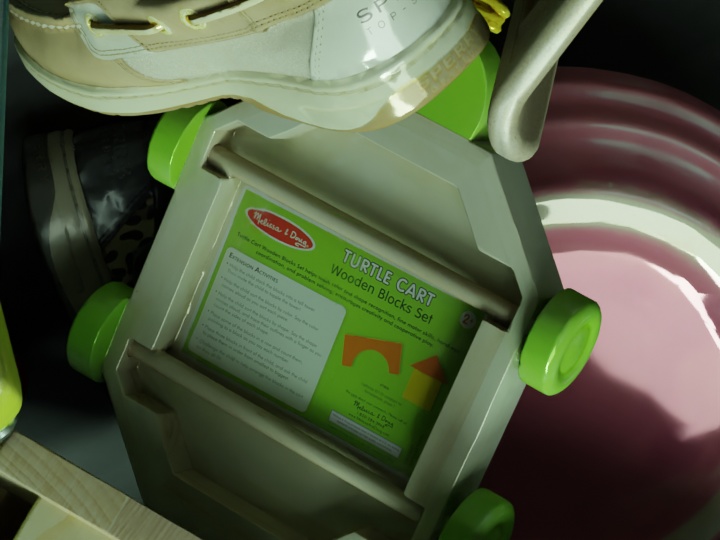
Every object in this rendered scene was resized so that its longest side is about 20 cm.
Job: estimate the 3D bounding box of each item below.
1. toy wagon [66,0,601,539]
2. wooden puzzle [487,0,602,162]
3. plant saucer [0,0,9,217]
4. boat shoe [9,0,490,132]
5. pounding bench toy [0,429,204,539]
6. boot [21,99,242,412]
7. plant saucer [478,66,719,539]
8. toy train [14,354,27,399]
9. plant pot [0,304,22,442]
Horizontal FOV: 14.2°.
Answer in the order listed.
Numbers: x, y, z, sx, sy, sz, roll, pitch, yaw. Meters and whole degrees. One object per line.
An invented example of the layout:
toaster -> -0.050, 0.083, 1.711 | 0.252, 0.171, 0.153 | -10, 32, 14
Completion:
toy wagon -> 0.000, 0.000, 0.896 | 0.040, 0.155, 0.200 | -4, 120, -64
wooden puzzle -> 0.088, -0.151, 0.816 | 0.037, 0.185, 0.200 | 27, 124, -7
plant saucer -> -0.126, -0.053, 0.824 | 0.019, 0.200, 0.070 | -23, 138, 24
boat shoe -> -0.045, -0.090, 0.853 | 0.074, 0.200, 0.069 | -46, 123, -28
pounding bench toy -> -0.108, 0.156, 0.952 | 0.124, 0.200, 0.156 | 31, 79, -6
boot -> -0.019, 0.008, 1.016 | 0.150, 0.073, 0.200 | -21, 129, 4
plant saucer -> 0.064, 0.033, 0.959 | 0.200, 0.051, 0.201 | -3, 114, -6
toy train -> -0.171, 0.057, 0.969 | 0.085, 0.116, 0.200 | 18, 134, 7
plant pot -> -0.221, 0.000, 0.859 | 0.199, 0.200, 0.181 | -39, 139, 21
